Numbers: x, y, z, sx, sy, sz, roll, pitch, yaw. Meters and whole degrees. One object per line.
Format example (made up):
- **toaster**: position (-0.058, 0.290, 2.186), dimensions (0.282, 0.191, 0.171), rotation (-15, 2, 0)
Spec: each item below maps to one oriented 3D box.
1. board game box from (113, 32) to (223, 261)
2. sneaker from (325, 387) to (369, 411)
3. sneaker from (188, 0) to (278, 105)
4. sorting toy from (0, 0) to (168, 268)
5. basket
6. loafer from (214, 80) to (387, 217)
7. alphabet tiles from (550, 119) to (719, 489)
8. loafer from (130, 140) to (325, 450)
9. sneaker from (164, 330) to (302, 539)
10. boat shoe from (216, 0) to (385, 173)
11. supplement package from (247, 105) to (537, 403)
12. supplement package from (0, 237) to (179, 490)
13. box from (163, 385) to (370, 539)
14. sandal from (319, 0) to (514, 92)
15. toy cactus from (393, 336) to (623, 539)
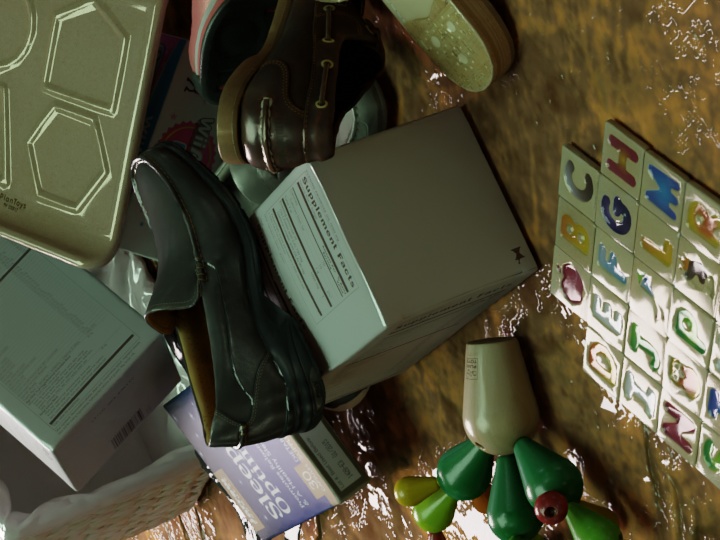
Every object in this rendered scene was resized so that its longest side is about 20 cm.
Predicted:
- **board game box**: position (-0.166, -0.096, 1.629), dimensions (0.200, 0.064, 0.148), rotation (21, 91, 54)
- **sneaker**: position (-0.051, 0.026, 1.585), dimensions (0.200, 0.076, 0.077), rotation (51, 166, 37)
- **sneaker**: position (-0.075, -0.201, 1.479), dimensions (0.087, 0.074, 0.201), rotation (-126, 36, -47)
- **sorting toy**: position (-0.210, -0.120, 1.559), dimensions (0.185, 0.036, 0.201), rotation (20, 100, 31)
- **basket**: position (-0.234, 0.114, 1.838), dimensions (0.199, 0.200, 0.161), rotation (61, 157, 17)
- **loafer**: position (-0.048, -0.065, 1.486), dimensions (0.200, 0.070, 0.070), rotation (-47, 61, 50)
- **alphabet tiles**: position (0.164, 0.021, 1.237), dimensions (0.200, 0.006, 0.167), rotation (43, 143, 42)
- **loafer**: position (-0.094, 0.013, 1.386), dimensions (0.200, 0.072, 0.073), rotation (60, 152, 21)
- **sneaker**: position (-0.099, 0.106, 1.722), dimensions (0.200, 0.060, 0.104), rotation (55, 145, 20)
- **boat shoe**: position (-0.020, -0.115, 1.339), dimensions (0.070, 0.200, 0.071), rotation (0, 125, 16)
- **supplement package**: position (0.000, 0.000, 1.410), dimensions (0.110, 0.114, 0.200), rotation (65, 151, 9)
- **supplement package**: position (-0.241, 0.039, 1.647), dimensions (0.200, 0.114, 0.110), rotation (39, 166, 15)
- **box**: position (-0.071, 0.119, 1.587), dimensions (0.121, 0.032, 0.200), rotation (53, 156, 1)
- **sandal**: position (-0.010, -0.171, 1.295), dimensions (0.212, 0.070, 0.078), rotation (47, 150, 6)
- **toy cactus**: position (0.078, 0.124, 1.391), dimensions (0.200, 0.102, 0.166), rotation (-178, 79, -70)
